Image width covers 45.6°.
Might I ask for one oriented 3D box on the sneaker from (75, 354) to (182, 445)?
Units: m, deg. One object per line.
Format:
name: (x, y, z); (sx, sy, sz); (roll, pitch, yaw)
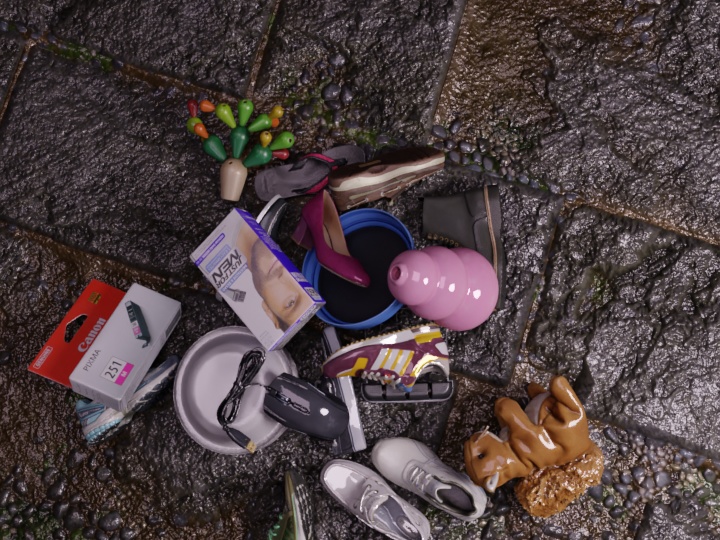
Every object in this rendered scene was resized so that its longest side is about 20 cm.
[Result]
sneaker: (-0.379, 0.191, 1.391); (0.199, 0.078, 0.087); (-37, 78, -2)

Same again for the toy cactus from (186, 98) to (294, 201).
toy cactus: (-0.207, -0.202, 1.434); (0.196, 0.102, 0.168); (11, 96, 6)

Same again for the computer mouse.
computer mouse: (-0.117, 0.223, 1.291); (0.198, 0.046, 0.142); (34, 86, -14)

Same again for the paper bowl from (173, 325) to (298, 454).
paper bowl: (-0.200, 0.190, 1.364); (0.196, 0.104, 0.205); (0, 83, 4)

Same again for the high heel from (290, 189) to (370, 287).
high heel: (-0.034, -0.052, 1.342); (0.199, 0.067, 0.097); (37, 98, 38)

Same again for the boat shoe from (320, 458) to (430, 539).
boat shoe: (0.023, 0.362, 1.338); (0.198, 0.069, 0.072); (31, 87, 8)

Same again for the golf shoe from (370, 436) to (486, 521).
golf shoe: (0.106, 0.319, 1.326); (0.197, 0.097, 0.079); (25, 86, 9)

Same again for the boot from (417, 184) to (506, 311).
boot: (0.165, -0.032, 1.392); (0.135, 0.077, 0.204); (-5, 75, 13)

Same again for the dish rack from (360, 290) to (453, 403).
dish rack: (0.073, 0.109, 1.381); (0.150, 0.055, 0.204); (-2, 80, 2)

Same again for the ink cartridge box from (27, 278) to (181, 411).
ink cartridge box: (-0.408, 0.104, 1.375); (0.171, 0.044, 0.202); (22, 53, 6)

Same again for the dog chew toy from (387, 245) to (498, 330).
dog chew toy: (0.116, 0.021, 1.269); (0.123, 0.198, 0.127); (-11, 74, 43)

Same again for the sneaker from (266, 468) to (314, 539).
sneaker: (-0.119, 0.417, 1.344); (0.087, 0.077, 0.204); (-7, 79, 12)

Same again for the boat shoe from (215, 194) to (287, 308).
boat shoe: (-0.164, -0.025, 1.410); (0.060, 0.076, 0.202); (29, 97, 8)

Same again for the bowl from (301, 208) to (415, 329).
bowl: (0.000, 0.000, 1.369); (0.197, 0.039, 0.204); (-12, 61, 22)

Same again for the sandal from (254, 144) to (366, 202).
sandal: (-0.084, -0.160, 1.433); (0.196, 0.045, 0.077); (-15, 81, 2)

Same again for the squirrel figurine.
squirrel figurine: (0.256, 0.285, 1.291); (0.185, 0.141, 0.202); (-33, 91, -13)

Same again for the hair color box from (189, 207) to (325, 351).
hair color box: (-0.161, 0.014, 1.337); (0.109, 0.065, 0.200); (-44, 79, 9)

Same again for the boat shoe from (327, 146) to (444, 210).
boat shoe: (0.045, -0.148, 1.420); (0.198, 0.075, 0.076); (-14, 118, -6)

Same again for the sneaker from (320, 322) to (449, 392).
sneaker: (0.040, 0.146, 1.304); (0.196, 0.075, 0.092); (-16, 76, -6)

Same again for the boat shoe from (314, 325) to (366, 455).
boat shoe: (-0.044, 0.193, 1.371); (0.066, 0.072, 0.204); (-13, 88, 1)
